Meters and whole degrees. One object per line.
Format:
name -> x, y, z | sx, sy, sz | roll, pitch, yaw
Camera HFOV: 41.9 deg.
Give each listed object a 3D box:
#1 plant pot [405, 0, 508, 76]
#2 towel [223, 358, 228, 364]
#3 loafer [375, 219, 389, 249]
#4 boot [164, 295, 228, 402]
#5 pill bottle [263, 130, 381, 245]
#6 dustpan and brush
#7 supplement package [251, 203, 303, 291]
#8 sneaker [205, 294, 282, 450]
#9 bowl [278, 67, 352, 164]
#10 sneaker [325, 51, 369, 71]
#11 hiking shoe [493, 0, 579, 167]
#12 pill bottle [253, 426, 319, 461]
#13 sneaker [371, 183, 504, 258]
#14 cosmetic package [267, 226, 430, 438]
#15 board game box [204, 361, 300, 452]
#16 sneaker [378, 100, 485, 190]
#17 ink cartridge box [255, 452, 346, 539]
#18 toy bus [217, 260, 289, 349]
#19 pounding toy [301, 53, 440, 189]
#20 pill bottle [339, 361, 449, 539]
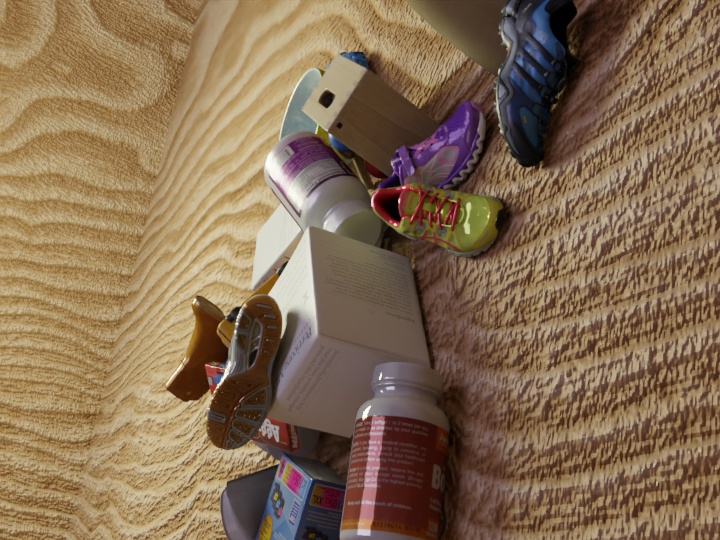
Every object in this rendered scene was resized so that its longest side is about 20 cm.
plant pot -> 0.133, -0.370, 1.175 | 0.188, 0.197, 0.190 | -48, 32, 43
towel -> -0.123, 0.114, 1.435 | 0.146, 0.050, 0.200 | -2, 37, 50
loafer -> 0.000, 0.000, 1.395 | 0.202, 0.062, 0.072 | -56, -4, 2
boot -> -0.249, 0.131, 1.450 | 0.144, 0.202, 0.071 | -44, 61, -6
pill bottle -> -0.052, -0.106, 1.355 | 0.201, 0.111, 0.113 | 51, 121, 40
dustpan and brush -> -0.145, 0.400, 1.384 | 0.057, 0.138, 0.204 | -20, 82, 38
supplement package -> -0.086, -0.045, 1.539 | 0.200, 0.115, 0.119 | -44, 36, 47
sneaker -> -0.140, 0.128, 1.200 | 0.088, 0.074, 0.204 | -113, 42, -82
bowl -> -0.060, -0.236, 1.625 | 0.200, 0.106, 0.204 | -41, 42, 53
sneaker -> -0.013, -0.356, 1.672 | 0.080, 0.065, 0.200 | -64, 23, 7
hiking shoe -> 0.203, -0.220, 1.065 | 0.085, 0.074, 0.205 | -4, 82, 35
pill bottle -> -0.129, 0.213, 1.453 | 0.114, 0.111, 0.200 | -68, 23, 8
sneaker -> 0.089, -0.068, 1.158 | 0.198, 0.089, 0.080 | 6, 78, 47
cosmetic package -> -0.025, 0.085, 1.242 | 0.166, 0.162, 0.202 | -56, 27, 35
board game box -> -0.157, 0.191, 1.341 | 0.198, 0.019, 0.105 | 2, 107, 52
sneaker -> 0.090, -0.145, 1.251 | 0.201, 0.087, 0.081 | -54, 27, 34
ink cartridge box -> -0.087, 0.371, 1.290 | 0.136, 0.075, 0.204 | 12, 86, 67
toy bus -> -0.125, 0.051, 1.402 | 0.200, 0.065, 0.079 | -44, -8, -27
pounding toy -> 0.011, -0.200, 1.385 | 0.143, 0.183, 0.200 | -55, 25, 7
pill bottle -> 0.043, 0.214, 1.059 | 0.112, 0.110, 0.204 | -30, 46, 57
